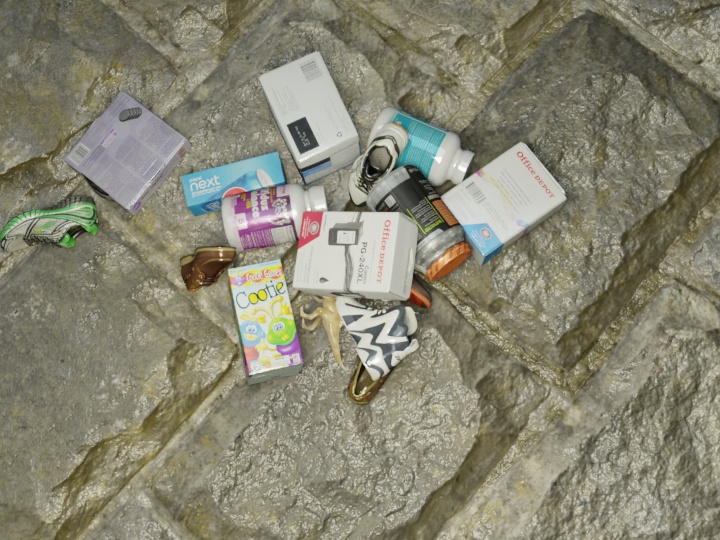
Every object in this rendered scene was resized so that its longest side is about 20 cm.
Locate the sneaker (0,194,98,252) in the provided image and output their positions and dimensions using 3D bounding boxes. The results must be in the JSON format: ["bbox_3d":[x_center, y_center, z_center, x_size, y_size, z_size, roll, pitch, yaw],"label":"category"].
[{"bbox_3d":[-0.616,-0.079,1.702,0.199,0.078,0.086,-21,75,-2],"label":"sneaker"}]

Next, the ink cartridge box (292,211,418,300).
[{"bbox_3d":[-0.009,-0.028,1.536,0.199,0.083,0.146,2,78,28],"label":"ink cartridge box"}]

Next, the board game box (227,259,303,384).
[{"bbox_3d":[-0.179,0.097,1.604,0.104,0.103,0.201,-11,74,-11],"label":"board game box"}]

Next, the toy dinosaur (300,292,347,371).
[{"bbox_3d":[-0.062,0.087,1.631,0.100,0.058,0.202,2,75,3],"label":"toy dinosaur"}]

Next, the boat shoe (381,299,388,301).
[{"bbox_3d":[0.000,0.000,1.608,0.070,0.071,0.200,-27,47,-37],"label":"boat shoe"}]

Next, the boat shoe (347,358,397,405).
[{"bbox_3d":[0.042,0.158,1.599,0.072,0.068,0.201,24,78,10],"label":"boat shoe"}]

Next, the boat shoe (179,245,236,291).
[{"bbox_3d":[-0.284,-0.004,1.613,0.072,0.200,0.068,2,79,-31],"label":"boat shoe"}]

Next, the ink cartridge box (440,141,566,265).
[{"bbox_3d":[0.271,-0.128,1.651,0.199,0.085,0.145,-35,76,-5],"label":"ink cartridge box"}]

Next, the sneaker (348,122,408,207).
[{"bbox_3d":[0.017,-0.189,1.629,0.075,0.201,0.088,31,42,2],"label":"sneaker"}]

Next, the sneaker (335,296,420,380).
[{"bbox_3d":[0.040,0.092,1.549,0.129,0.080,0.200,-27,40,-1],"label":"sneaker"}]

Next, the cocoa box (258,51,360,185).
[{"bbox_3d":[-0.097,-0.297,1.696,0.133,0.131,0.201,-25,75,-3],"label":"cocoa box"}]

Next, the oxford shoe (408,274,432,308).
[{"bbox_3d":[0.076,-0.013,1.643,0.072,0.071,0.200,-39,77,-13],"label":"oxford shoe"}]

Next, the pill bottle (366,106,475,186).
[{"bbox_3d":[0.119,-0.234,1.676,0.199,0.111,0.111,25,78,10],"label":"pill bottle"}]

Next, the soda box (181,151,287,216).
[{"bbox_3d":[-0.247,-0.171,1.709,0.198,0.064,0.068,-15,75,1],"label":"soda box"}]

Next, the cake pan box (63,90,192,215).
[{"bbox_3d":[-0.474,-0.236,1.749,0.184,0.052,0.200,34,80,14],"label":"cake pan box"}]

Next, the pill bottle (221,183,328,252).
[{"bbox_3d":[-0.160,-0.106,1.660,0.198,0.112,0.113,-12,75,1],"label":"pill bottle"}]

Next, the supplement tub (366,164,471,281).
[{"bbox_3d":[0.111,-0.086,1.603,0.122,0.123,0.201,-34,75,-5],"label":"supplement tub"}]
